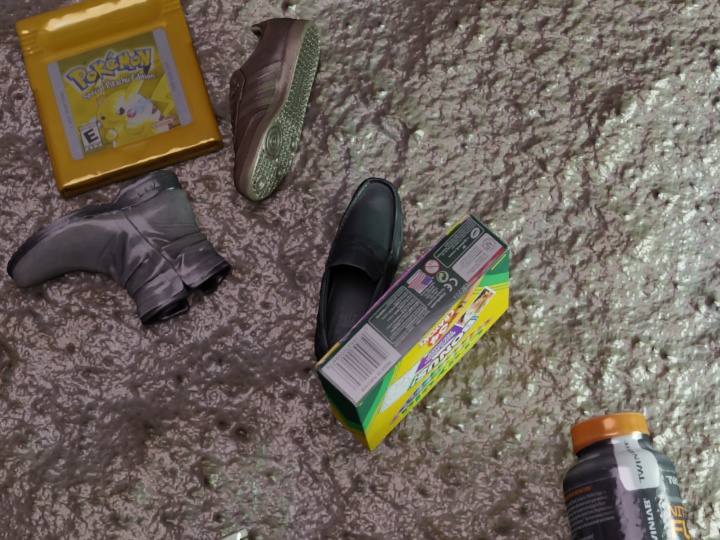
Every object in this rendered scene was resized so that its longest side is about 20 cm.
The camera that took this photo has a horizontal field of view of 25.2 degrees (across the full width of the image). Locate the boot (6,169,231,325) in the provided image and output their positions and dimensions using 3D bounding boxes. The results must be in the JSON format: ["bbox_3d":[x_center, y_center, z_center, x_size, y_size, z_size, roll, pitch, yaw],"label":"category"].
[{"bbox_3d":[-0.239,-0.001,1.587,0.199,0.070,0.132,-29,78,-1],"label":"boot"}]

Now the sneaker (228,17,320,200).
[{"bbox_3d":[-0.101,-0.164,1.639,0.075,0.070,0.201,9,69,26],"label":"sneaker"}]

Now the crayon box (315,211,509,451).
[{"bbox_3d":[0.054,0.061,1.492,0.058,0.173,0.200,42,79,18],"label":"crayon box"}]

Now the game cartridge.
[{"bbox_3d":[-0.251,-0.192,1.665,0.175,0.032,0.201,-18,73,-3],"label":"game cartridge"}]

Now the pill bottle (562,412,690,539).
[{"bbox_3d":[0.243,0.233,1.462,0.105,0.106,0.202,-10,72,0],"label":"pill bottle"}]

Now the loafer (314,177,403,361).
[{"bbox_3d":[0.000,0.000,1.568,0.068,0.070,0.202,13,73,7],"label":"loafer"}]

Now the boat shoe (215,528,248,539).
[{"bbox_3d":[-0.176,0.312,1.481,0.199,0.072,0.060,-34,79,-4],"label":"boat shoe"}]
